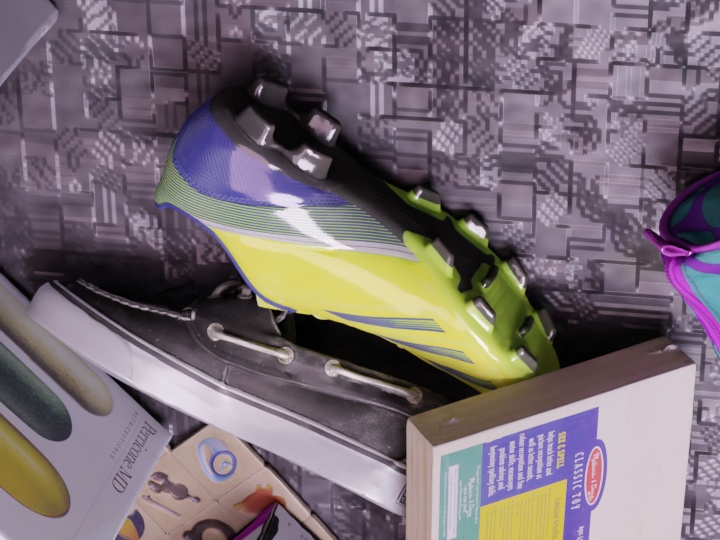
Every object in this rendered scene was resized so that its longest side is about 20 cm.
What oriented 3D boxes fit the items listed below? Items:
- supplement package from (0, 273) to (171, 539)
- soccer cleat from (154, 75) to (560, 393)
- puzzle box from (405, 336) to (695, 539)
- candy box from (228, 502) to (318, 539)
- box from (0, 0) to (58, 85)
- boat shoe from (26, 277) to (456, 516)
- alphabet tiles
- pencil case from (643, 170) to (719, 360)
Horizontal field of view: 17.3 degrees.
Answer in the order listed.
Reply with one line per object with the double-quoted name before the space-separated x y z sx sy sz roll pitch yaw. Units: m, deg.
"supplement package" -0.221 0.083 1.065 0.200 0.152 0.151 44 116 -10
"soccer cleat" 0.000 -0.001 1.029 0.200 0.065 0.084 38 119 -10
"puzzle box" 0.082 0.132 1.053 0.132 0.025 0.201 -15 126 -23
"candy box" -0.019 0.228 1.147 0.200 0.061 0.136 43 117 -12
"box" -0.245 -0.118 0.967 0.106 0.153 0.200 -38 104 25
"boat shoe" -0.053 0.041 1.067 0.199 0.071 0.064 25 87 7
"alphabet tiles" -0.084 0.159 1.163 0.166 0.006 0.200 -36 105 25
"pencil case" 0.192 0.051 1.005 0.092 0.085 0.201 -25 112 -8
